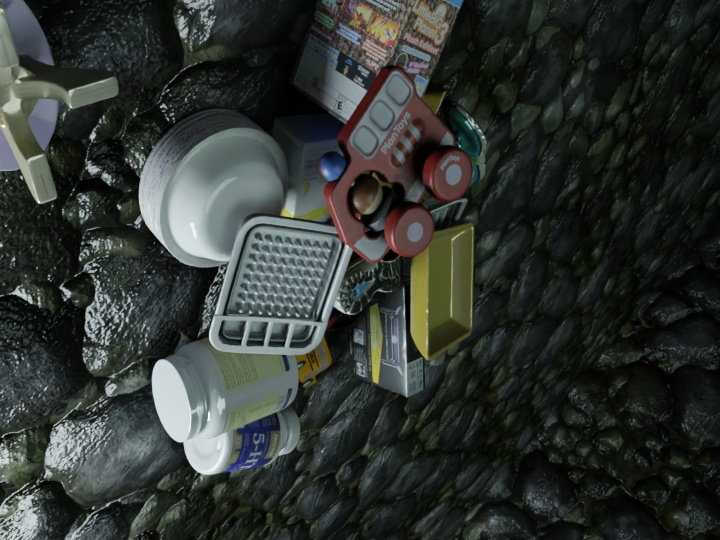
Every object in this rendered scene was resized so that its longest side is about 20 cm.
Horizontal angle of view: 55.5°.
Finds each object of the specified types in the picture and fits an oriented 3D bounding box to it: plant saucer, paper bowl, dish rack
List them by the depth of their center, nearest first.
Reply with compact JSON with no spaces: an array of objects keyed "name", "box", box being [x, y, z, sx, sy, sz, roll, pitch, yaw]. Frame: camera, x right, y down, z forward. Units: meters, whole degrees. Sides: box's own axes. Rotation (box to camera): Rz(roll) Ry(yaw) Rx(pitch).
[{"name":"paper bowl","box":[-0.179,-0.097,0.898,0.198,0.104,0.205,-30,139,-29]},{"name":"dish rack","box":[-0.109,0.016,0.920,0.167,0.044,0.204,6,118,-30]},{"name":"plant saucer","box":[0.066,-0.202,1.071,0.201,0.047,0.204,-75,-169,-72]},{"name":"dish rack","box":[0.076,-0.078,1.146,0.195,0.045,0.172,-23,168,-5]},{"name":"plant saucer","box":[0.136,0.027,1.171,0.198,0.047,0.207,-16,109,-58]}]

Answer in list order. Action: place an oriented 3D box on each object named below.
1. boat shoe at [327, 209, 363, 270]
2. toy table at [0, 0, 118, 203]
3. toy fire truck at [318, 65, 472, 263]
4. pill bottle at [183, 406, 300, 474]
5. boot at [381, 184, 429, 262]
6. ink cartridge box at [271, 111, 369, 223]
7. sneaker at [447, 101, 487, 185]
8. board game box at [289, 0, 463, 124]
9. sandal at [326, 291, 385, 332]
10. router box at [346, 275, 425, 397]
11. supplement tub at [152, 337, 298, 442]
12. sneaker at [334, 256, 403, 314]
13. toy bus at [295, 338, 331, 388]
[{"name":"boat shoe","box":[-0.053,-0.014,0.999,0.198,0.074,0.077,-38,145,-17]},{"name":"toy table","box":[-0.332,-0.167,0.640,0.182,0.117,0.203,-36,142,-22]},{"name":"toy fire truck","box":[0.030,-0.123,0.847,0.167,0.112,0.202,37,89,-34]},{"name":"pill bottle","box":[-0.202,0.287,1.212,0.198,0.119,0.122,10,115,-53]},{"name":"boot","box":[0.077,-0.096,0.969,0.202,0.075,0.074,-52,136,-5]},{"name":"ink cartridge box","box":[-0.065,-0.123,1.025,0.143,0.083,0.205,-18,134,-39]},{"name":"sneaker","box":[0.184,-0.217,1.247,0.079,0.078,0.202,-33,143,-9]},{"name":"board game box","box":[0.017,-0.299,0.892,0.095,0.159,0.204,-2,124,-48]},{"name":"sandal","box":[-0.033,0.078,1.185,0.074,0.047,0.197,-8,173,-43]},{"name":"router box","box":[0.044,0.107,1.243,0.051,0.155,0.207,-14,108,-41]},{"name":"supplement tub","box":[-0.210,0.173,1.073,0.196,0.144,0.148,-14,132,-42]},{"name":"sneaker","box":[0.000,0.000,1.098,0.198,0.088,0.081,-26,120,-49]},{"name":"toy bus","box":[-0.099,0.140,1.201,0.077,0.066,0.201,-32,157,-10]}]
